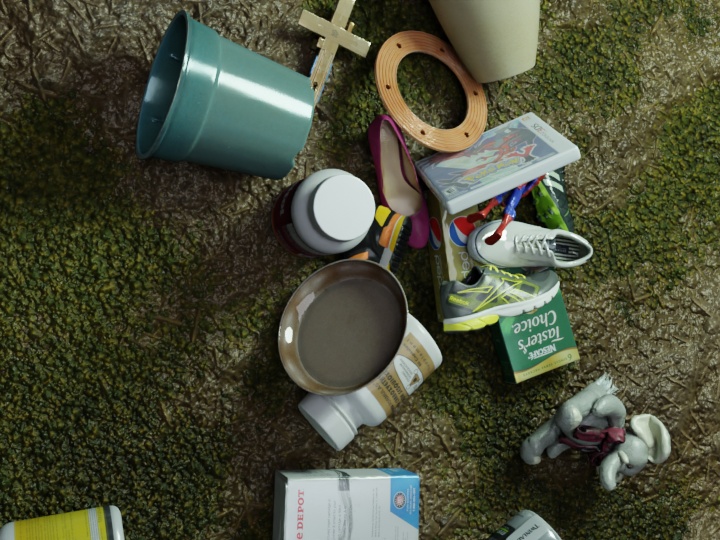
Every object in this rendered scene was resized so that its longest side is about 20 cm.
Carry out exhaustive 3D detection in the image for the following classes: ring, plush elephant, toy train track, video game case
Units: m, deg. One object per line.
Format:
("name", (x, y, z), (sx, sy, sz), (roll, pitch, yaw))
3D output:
("ring", (0.104, -0.264, 1.489), (0.199, 0.019, 0.203), (14, 62, -28))
("plush elephant", (0.367, 0.260, 1.517), (0.199, 0.165, 0.155), (-27, 70, -40))
("toy train track", (-0.058, -0.306, 1.470), (0.114, 0.032, 0.202), (22, 87, -23))
("video game case", (0.191, -0.159, 1.444), (0.198, 0.183, 0.023), (-24, 117, -2))

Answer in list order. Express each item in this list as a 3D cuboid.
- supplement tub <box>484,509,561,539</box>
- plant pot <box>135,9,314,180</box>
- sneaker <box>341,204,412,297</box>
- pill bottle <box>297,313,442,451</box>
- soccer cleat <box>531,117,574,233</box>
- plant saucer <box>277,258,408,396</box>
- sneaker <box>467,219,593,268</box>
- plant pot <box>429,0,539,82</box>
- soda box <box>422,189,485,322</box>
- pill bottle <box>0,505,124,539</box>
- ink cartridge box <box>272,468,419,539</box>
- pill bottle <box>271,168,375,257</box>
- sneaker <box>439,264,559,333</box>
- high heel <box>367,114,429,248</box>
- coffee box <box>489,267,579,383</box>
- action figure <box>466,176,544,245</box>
("supplement tub", (0.207, 0.459, 1.480), (0.199, 0.122, 0.123), (-34, 98, -16))
("plant pot", (-0.178, -0.219, 1.351), (0.194, 0.200, 0.203), (16, 84, -24))
("sneaker", (0.000, 0.000, 1.467), (0.089, 0.070, 0.202), (25, 92, 17))
("pill bottle", (0.011, 0.156, 1.430), (0.200, 0.114, 0.115), (-43, 100, -13))
("soccer cleat", (0.293, -0.143, 1.558), (0.081, 0.067, 0.201), (-29, 94, -17))
("plant saucer", (-0.021, 0.081, 1.388), (0.202, 0.199, 0.032), (-62, 146, -10))
("sneaker", (0.254, -0.040, 1.482), (0.198, 0.071, 0.074), (0, 86, -25))
("plant pot", (0.192, -0.390, 1.486), (0.186, 0.187, 0.202), (-23, 108, -17))
("soda box", (0.144, -0.025, 1.503), (0.063, 0.068, 0.203), (-8, 91, -18))
("pill bottle", (-0.405, 0.374, 1.291), (0.198, 0.112, 0.113), (-6, 90, -18))
("ink cartridge box", (-0.022, 0.361, 1.429), (0.198, 0.084, 0.147), (3, 88, -18))
("pill bottle", (-0.049, -0.078, 1.373), (0.112, 0.200, 0.114), (1, 88, -18))
("sneaker", (0.201, 0.026, 1.446), (0.198, 0.074, 0.086), (-20, 96, -24))
("high heel", (0.055, -0.127, 1.459), (0.067, 0.096, 0.202), (-23, 92, -2))
("coffee box", (0.256, 0.061, 1.549), (0.122, 0.044, 0.202), (-16, 93, -18))
("action figure", (0.205, -0.114, 1.472), (0.065, 0.099, 0.200), (49, 54, -13))
